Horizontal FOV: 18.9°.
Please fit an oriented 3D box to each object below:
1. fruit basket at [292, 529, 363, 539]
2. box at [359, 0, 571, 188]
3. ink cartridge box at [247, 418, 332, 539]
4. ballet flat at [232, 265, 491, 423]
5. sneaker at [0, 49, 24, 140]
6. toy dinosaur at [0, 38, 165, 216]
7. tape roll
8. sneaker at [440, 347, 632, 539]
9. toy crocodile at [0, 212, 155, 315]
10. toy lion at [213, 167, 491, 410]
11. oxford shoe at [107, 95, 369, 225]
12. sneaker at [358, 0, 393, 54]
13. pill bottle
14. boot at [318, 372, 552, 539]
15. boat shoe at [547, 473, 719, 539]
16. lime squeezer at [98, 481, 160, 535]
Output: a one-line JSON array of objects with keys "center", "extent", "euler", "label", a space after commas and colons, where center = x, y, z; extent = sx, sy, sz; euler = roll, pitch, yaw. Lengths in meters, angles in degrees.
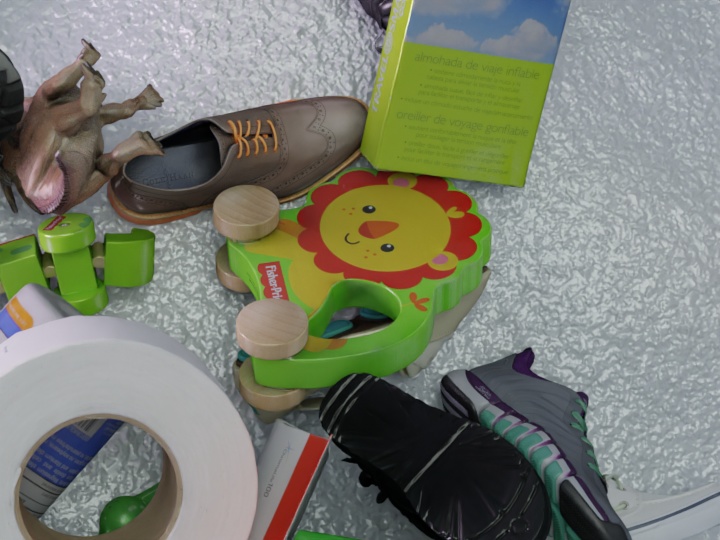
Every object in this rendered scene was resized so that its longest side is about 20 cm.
[{"center": [0.042, 0.254, 1.406], "extent": [0.216, 0.216, 0.156], "euler": [26, 75, -2], "label": "fruit basket"}, {"center": [0.080, -0.164, 1.524], "extent": [0.122, 0.048, 0.200], "euler": [6, 110, -21], "label": "box"}, {"center": [-0.070, 0.175, 1.400], "extent": [0.057, 0.200, 0.163], "euler": [23, 81, 6], "label": "ink cartridge box"}, {"center": [0.007, 0.055, 1.525], "extent": [0.200, 0.069, 0.069], "euler": [-21, 81, -10], "label": "ballet flat"}, {"center": [-0.287, -0.097, 1.448], "extent": [0.075, 0.200, 0.079], "euler": [-12, 66, -36], "label": "sneaker"}, {"center": [-0.208, -0.079, 1.467], "extent": [0.136, 0.200, 0.086], "euler": [-40, 116, 12], "label": "toy dinosaur"}, {"center": [-0.169, 0.131, 1.360], "extent": [0.202, 0.071, 0.203], "euler": [-3, 103, -13], "label": "tape roll"}, {"center": [0.140, 0.119, 1.481], "extent": [0.088, 0.074, 0.200], "euler": [-26, 48, -20], "label": "sneaker"}, {"center": [-0.239, 0.002, 1.498], "extent": [0.200, 0.062, 0.068], "euler": [-12, 115, -6], "label": "toy crocodile"}, {"center": [0.000, 0.000, 1.489], "extent": [0.192, 0.069, 0.200], "euler": [-6, 40, -7], "label": "toy lion"}, {"center": [-0.080, -0.082, 1.531], "extent": [0.200, 0.073, 0.071], "euler": [-20, 81, -12], "label": "oxford shoe"}, {"center": [0.081, -0.226, 1.591], "extent": [0.200, 0.075, 0.114], "euler": [-21, 87, -11], "label": "sneaker"}, {"center": [-0.243, 0.116, 1.434], "extent": [0.112, 0.112, 0.200], "euler": [42, 91, 3], "label": "pill bottle"}, {"center": [0.068, 0.151, 1.414], "extent": [0.198, 0.162, 0.073], "euler": [31, 78, 36], "label": "boot"}, {"center": [0.168, 0.173, 1.509], "extent": [0.200, 0.074, 0.067], "euler": [-16, 80, -11], "label": "boat shoe"}, {"center": [-0.154, 0.201, 1.483], "extent": [0.071, 0.038, 0.200], "euler": [27, 72, -35], "label": "lime squeezer"}]
